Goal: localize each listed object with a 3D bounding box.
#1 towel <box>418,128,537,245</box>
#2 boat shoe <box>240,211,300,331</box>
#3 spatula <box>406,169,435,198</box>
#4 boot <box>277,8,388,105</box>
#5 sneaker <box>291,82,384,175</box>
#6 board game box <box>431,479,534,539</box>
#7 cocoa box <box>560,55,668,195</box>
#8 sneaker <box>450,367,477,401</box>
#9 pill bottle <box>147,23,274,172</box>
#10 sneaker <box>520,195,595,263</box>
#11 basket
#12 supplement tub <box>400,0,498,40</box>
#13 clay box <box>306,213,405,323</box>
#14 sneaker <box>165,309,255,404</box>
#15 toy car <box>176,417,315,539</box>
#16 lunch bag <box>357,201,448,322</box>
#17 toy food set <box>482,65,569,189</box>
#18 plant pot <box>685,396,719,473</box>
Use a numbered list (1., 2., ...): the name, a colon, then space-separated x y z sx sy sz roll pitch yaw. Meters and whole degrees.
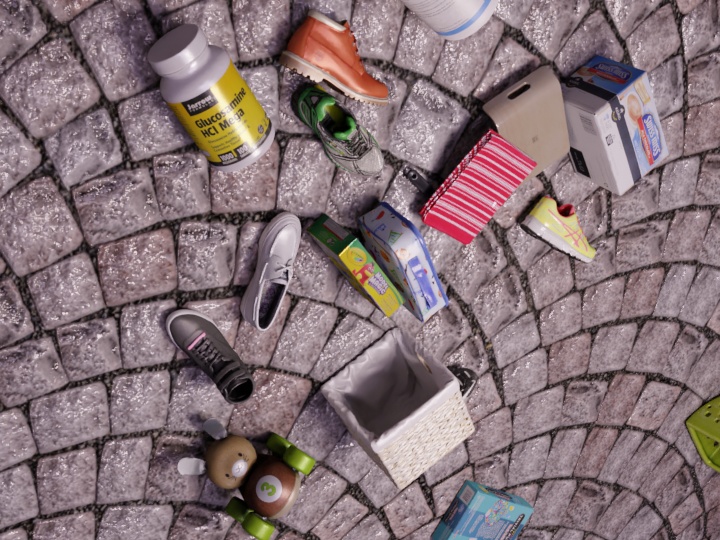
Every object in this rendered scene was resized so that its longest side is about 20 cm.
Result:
1. towel: 0.208 -0.141 1.773 0.144 0.023 0.200 26 111 -41
2. boat shoe: -0.141 0.005 1.647 0.072 0.068 0.201 18 104 -37
3. spatula: 0.141 -0.122 1.789 0.057 0.021 0.200 -46 128 6
4. boot: -0.021 -0.326 1.552 0.199 0.075 0.108 22 96 -37
5. sneaker: -0.027 -0.212 1.597 0.078 0.085 0.200 -51 130 1
6. board game box: 0.271 0.555 2.203 0.199 0.047 0.151 26 99 -38
7. cocoa box: 0.457 -0.267 1.838 0.131 0.133 0.200 -38 128 -10
8. sneaker: 0.161 0.274 1.982 0.200 0.074 0.079 -50 139 8
9. pill bottle: -0.216 -0.248 1.442 0.112 0.112 0.200 -40 128 -8
10. sneaker: 0.400 -0.080 1.939 0.200 0.078 0.091 27 91 -40
11. basket: 0.072 0.250 1.830 0.200 0.198 0.161 -38 132 -10
12. supplement tub: 0.109 -0.456 1.525 0.200 0.132 0.132 31 96 -40
13. clay box: 0.000 0.000 1.704 0.048 0.115 0.200 -44 130 -5
14. sneaker: -0.237 0.144 1.641 0.071 0.099 0.200 -41 127 -4
15. toy car: -0.212 0.342 1.739 0.200 0.158 0.165 37 80 -27
16. lunch bag: 0.078 -0.011 1.717 0.075 0.160 0.201 -35 127 -11
17. toy food set: 0.297 -0.249 1.805 0.143 0.060 0.200 -34 136 -13
18. plant pot: 0.950 0.403 2.460 0.182 0.200 0.199 -46 129 -13
